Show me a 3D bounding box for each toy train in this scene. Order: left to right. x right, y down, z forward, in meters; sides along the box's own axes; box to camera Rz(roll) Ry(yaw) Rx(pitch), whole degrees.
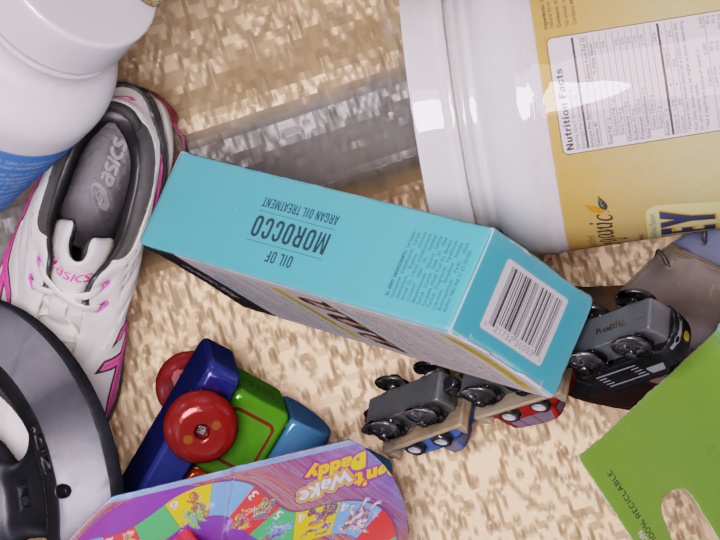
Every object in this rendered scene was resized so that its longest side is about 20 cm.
[{"bbox_3d":[-0.078,0.144,1.249,0.115,0.085,0.201,28,98,-13],"label":"toy train"},{"bbox_3d":[0.072,0.050,1.196,0.046,0.200,0.034,28,58,-32],"label":"toy train"}]

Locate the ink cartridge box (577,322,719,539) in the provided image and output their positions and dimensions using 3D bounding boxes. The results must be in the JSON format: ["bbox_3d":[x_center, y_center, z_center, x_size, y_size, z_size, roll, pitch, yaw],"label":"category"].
[{"bbox_3d":[0.213,0.078,1.153,0.200,0.076,0.148,-39,100,-32],"label":"ink cartridge box"}]

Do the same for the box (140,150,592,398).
[{"bbox_3d":[0.000,0.000,1.175,0.199,0.082,0.049,16,78,43],"label":"box"}]

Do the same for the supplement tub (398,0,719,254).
[{"bbox_3d":[0.124,-0.085,1.186,0.199,0.144,0.145,-8,90,6],"label":"supplement tub"}]

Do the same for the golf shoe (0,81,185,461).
[{"bbox_3d":[-0.140,0.008,1.240,0.072,0.092,0.201,16,93,4],"label":"golf shoe"}]

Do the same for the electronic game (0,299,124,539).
[{"bbox_3d":[-0.185,0.111,1.231,0.199,0.042,0.201,1,92,38],"label":"electronic game"}]

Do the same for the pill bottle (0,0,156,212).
[{"bbox_3d":[-0.178,-0.085,1.187,0.200,0.112,0.112,-35,87,41],"label":"pill bottle"}]

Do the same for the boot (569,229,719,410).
[{"bbox_3d":[0.134,0.016,1.235,0.199,0.075,0.097,25,74,5],"label":"boot"}]

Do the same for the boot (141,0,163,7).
[{"bbox_3d":[-0.026,-0.155,1.113,0.200,0.073,0.155,45,75,5],"label":"boot"}]

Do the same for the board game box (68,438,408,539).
[{"bbox_3d":[-0.056,0.161,1.188,0.199,0.039,0.159,-12,128,-28],"label":"board game box"}]
